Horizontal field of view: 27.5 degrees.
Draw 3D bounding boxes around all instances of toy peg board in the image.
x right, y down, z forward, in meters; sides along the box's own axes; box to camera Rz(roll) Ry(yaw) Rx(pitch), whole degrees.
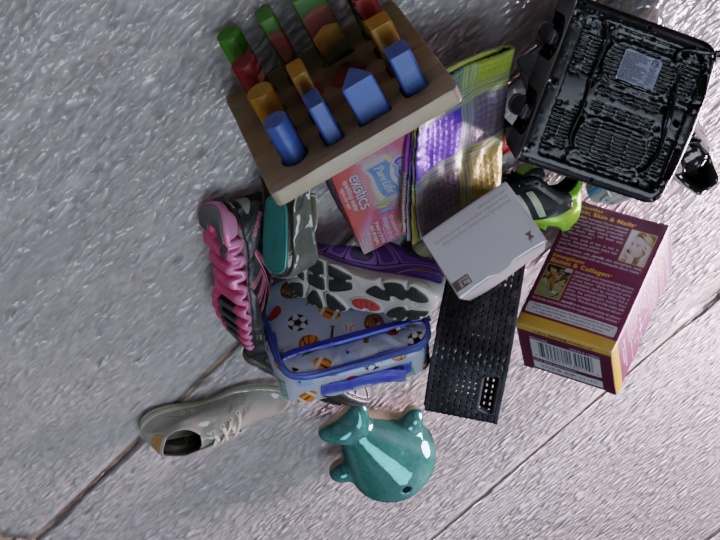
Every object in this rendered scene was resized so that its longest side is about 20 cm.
[{"bbox_3d":[-0.037,-0.193,1.398,0.199,0.200,0.098,-30,127,2],"label":"toy peg board"}]

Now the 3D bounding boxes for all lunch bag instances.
[{"bbox_3d":[-0.015,0.069,1.717,0.198,0.161,0.076,-14,140,-11],"label":"lunch bag"}]

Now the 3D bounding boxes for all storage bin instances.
[{"bbox_3d":[0.139,0.067,1.770,0.093,0.201,0.136,10,138,5],"label":"storage bin"}]

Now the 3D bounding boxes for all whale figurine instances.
[{"bbox_3d":[0.026,0.247,1.992,0.158,0.104,0.200,-36,142,10],"label":"whale figurine"}]

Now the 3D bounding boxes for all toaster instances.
[{"bbox_3d":[0.268,-0.184,1.555,0.198,0.119,0.183,16,105,-12],"label":"toaster"}]

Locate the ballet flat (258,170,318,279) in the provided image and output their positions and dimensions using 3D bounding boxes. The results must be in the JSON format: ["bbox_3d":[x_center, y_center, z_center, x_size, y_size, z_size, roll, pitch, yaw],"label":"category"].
[{"bbox_3d":[-0.073,-0.090,1.563,0.063,0.067,0.202,-21,122,-41],"label":"ballet flat"}]

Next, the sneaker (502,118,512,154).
[{"bbox_3d":[0.090,-0.152,1.610,0.199,0.071,0.098,20,119,-46],"label":"sneaker"}]

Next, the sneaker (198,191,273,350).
[{"bbox_3d":[-0.118,-0.001,1.640,0.095,0.079,0.202,-27,134,-28],"label":"sneaker"}]

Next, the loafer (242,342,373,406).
[{"bbox_3d":[-0.065,0.121,1.838,0.063,0.073,0.199,-26,140,30],"label":"loafer"}]

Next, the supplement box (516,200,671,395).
[{"bbox_3d":[0.291,0.031,1.820,0.201,0.130,0.104,-60,152,-26],"label":"supplement box"}]

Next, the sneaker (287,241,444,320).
[{"bbox_3d":[0.000,0.000,1.680,0.198,0.084,0.081,14,136,9],"label":"sneaker"}]

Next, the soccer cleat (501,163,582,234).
[{"bbox_3d":[0.176,-0.088,1.753,0.198,0.067,0.082,-1,111,-25],"label":"soccer cleat"}]

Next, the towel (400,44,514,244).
[{"bbox_3d":[0.103,-0.132,1.546,0.143,0.023,0.202,-28,139,-29],"label":"towel"}]

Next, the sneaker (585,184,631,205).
[{"bbox_3d":[0.310,-0.109,1.740,0.086,0.076,0.200,-28,173,4],"label":"sneaker"}]

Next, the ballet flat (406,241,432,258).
[{"bbox_3d":[0.074,0.029,1.815,0.066,0.057,0.201,-9,138,-25],"label":"ballet flat"}]

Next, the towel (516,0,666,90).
[{"bbox_3d":[0.277,-0.217,1.678,0.170,0.048,0.200,-34,142,1],"label":"towel"}]

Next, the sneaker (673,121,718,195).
[{"bbox_3d":[0.368,-0.161,1.691,0.075,0.088,0.200,-36,141,9],"label":"sneaker"}]

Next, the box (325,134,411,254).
[{"bbox_3d":[0.002,-0.126,1.559,0.094,0.103,0.201,-26,141,-2],"label":"box"}]

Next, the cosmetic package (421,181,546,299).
[{"bbox_3d":[0.137,-0.028,1.603,0.112,0.082,0.200,-33,174,3],"label":"cosmetic package"}]

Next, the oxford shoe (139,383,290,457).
[{"bbox_3d":[-0.177,0.191,1.842,0.198,0.058,0.076,-12,137,-23],"label":"oxford shoe"}]
